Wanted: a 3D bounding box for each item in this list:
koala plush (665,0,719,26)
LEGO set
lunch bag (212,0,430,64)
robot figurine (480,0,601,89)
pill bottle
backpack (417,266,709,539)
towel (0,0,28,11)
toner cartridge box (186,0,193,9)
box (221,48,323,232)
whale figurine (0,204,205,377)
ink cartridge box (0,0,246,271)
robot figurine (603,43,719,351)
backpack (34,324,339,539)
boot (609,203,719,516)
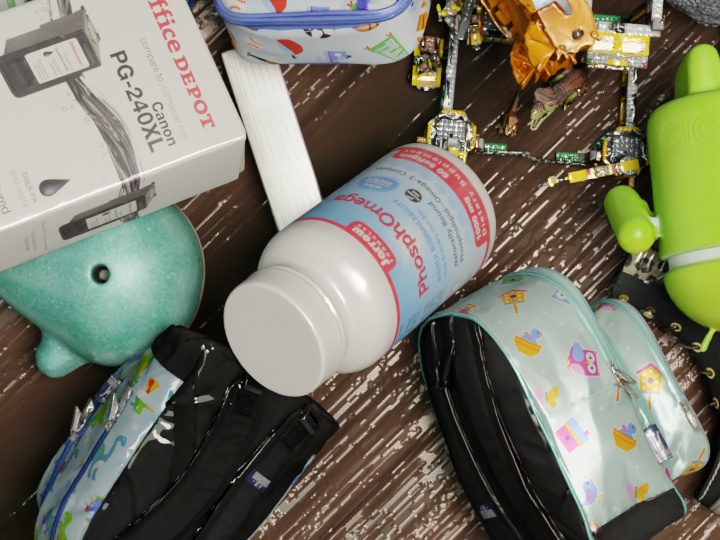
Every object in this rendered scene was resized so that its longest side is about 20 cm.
[{"bbox_3d":[0.187,-0.267,1.093,0.197,0.177,0.186,1,103,-11],"label":"koala plush"},{"bbox_3d":[0.133,-0.136,1.120,0.197,0.116,0.156,13,90,-2],"label":"LEGO set"},{"bbox_3d":[-0.016,-0.240,1.094,0.158,0.076,0.202,0,64,15],"label":"lunch bag"},{"bbox_3d":[0.086,-0.221,1.014,0.058,0.145,0.202,-28,89,-3],"label":"robot figurine"},{"bbox_3d":[0.000,0.000,1.068,0.109,0.109,0.200,53,46,-2],"label":"pill bottle"},{"bbox_3d":[0.133,0.096,1.096,0.153,0.176,0.201,-33,91,-19],"label":"backpack"},{"bbox_3d":[-0.314,-0.114,1.122,0.198,0.023,0.154,-20,80,8],"label":"towel"},{"bbox_3d":[-0.167,-0.211,1.145,0.094,0.043,0.202,21,89,-3],"label":"toner cartridge box"},{"bbox_3d":[-0.053,-0.067,1.152,0.041,0.039,0.202,-19,91,-3],"label":"box"},{"bbox_3d":[-0.211,-0.003,1.114,0.197,0.104,0.161,11,90,0],"label":"whale figurine"},{"bbox_3d":[-0.191,-0.104,1.048,0.198,0.083,0.147,-22,77,-15],"label":"ink cartridge box"},{"bbox_3d":[0.256,-0.049,1.063,0.173,0.116,0.203,-5,83,-1],"label":"robot figurine"},{"bbox_3d":[-0.137,0.148,1.097,0.163,0.153,0.202,33,79,-44],"label":"backpack"},{"bbox_3d":[0.247,0.059,1.154,0.152,0.073,0.206,24,97,7],"label":"boot"}]
